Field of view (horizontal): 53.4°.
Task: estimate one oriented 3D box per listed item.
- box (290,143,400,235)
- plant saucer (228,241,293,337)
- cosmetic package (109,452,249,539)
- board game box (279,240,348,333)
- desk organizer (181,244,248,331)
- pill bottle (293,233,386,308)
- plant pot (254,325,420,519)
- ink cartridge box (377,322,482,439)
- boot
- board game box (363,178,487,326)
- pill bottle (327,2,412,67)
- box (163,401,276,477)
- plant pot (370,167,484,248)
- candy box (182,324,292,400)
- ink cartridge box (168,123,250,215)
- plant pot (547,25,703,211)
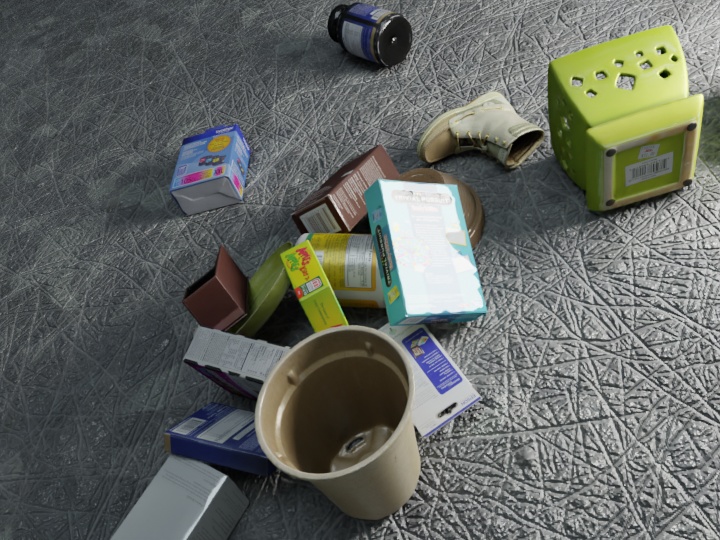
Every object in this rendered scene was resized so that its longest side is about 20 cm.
[{"bbox_3d":[-0.022,-0.130,1.224,0.099,0.076,0.200,-21,18,40],"label":"box"},{"bbox_3d":[-0.161,0.044,1.153,0.200,0.031,0.201,-48,17,19],"label":"plant saucer"},{"bbox_3d":[-0.250,0.352,0.935,0.111,0.082,0.202,15,58,33],"label":"cosmetic package"},{"bbox_3d":[-0.048,0.066,1.023,0.047,0.202,0.102,-26,44,-4],"label":"board game box"},{"bbox_3d":[-0.231,0.031,1.157,0.071,0.078,0.200,-35,18,3],"label":"desk organizer"},{"bbox_3d":[0.000,0.000,1.119,0.194,0.114,0.115,1,49,13],"label":"pill bottle"},{"bbox_3d":[-0.007,0.208,0.888,0.195,0.186,0.204,-12,45,12],"label":"plant pot"},{"bbox_3d":[0.083,0.148,1.009,0.098,0.040,0.201,-30,44,-6],"label":"ink cartridge box"},{"bbox_3d":[0.212,-0.229,1.278,0.197,0.073,0.156,-31,47,-7],"label":"boot"},{"bbox_3d":[0.094,-0.026,1.041,0.147,0.047,0.206,0,69,-32],"label":"board game box"},{"bbox_3d":[0.016,-0.537,1.612,0.111,0.113,0.199,-41,47,-17],"label":"pill bottle"},{"bbox_3d":[-0.155,0.232,0.984,0.195,0.033,0.121,6,13,22],"label":"box"},{"bbox_3d":[0.104,-0.102,1.191,0.195,0.094,0.204,-11,46,12],"label":"plant pot"},{"bbox_3d":[-0.138,0.148,1.028,0.195,0.137,0.062,11,67,29],"label":"candy box"},{"bbox_3d":[-0.308,-0.221,1.489,0.133,0.077,0.203,-12,44,12],"label":"ink cartridge box"},{"bbox_3d":[0.409,-0.218,1.099,0.195,0.201,0.185,-16,51,7],"label":"plant pot"}]
